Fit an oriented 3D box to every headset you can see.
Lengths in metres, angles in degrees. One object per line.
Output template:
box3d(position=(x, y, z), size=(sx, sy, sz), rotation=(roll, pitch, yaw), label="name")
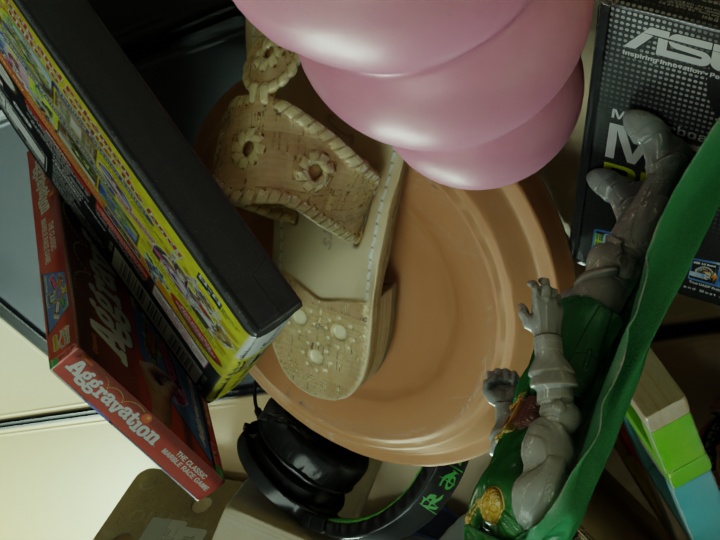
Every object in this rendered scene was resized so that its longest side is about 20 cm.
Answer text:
box3d(position=(-0.031, 0.063, 0.822), size=(0.200, 0.124, 0.094), rotation=(16, 177, 45), label="headset")

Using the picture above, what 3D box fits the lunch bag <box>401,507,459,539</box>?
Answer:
box3d(position=(0.057, 0.249, 1.035), size=(0.200, 0.133, 0.136), rotation=(44, 141, -20), label="lunch bag")

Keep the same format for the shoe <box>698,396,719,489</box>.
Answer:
box3d(position=(0.187, 0.082, 0.715), size=(0.091, 0.072, 0.200), rotation=(3, 163, 34), label="shoe")

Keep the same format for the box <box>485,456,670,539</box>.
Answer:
box3d(position=(0.128, 0.136, 0.763), size=(0.163, 0.021, 0.200), rotation=(45, -172, 4), label="box")

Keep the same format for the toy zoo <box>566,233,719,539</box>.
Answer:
box3d(position=(0.137, 0.084, 0.741), size=(0.020, 0.131, 0.200), rotation=(-28, 131, 1), label="toy zoo")

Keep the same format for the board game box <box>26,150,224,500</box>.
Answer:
box3d(position=(-0.117, 0.017, 0.777), size=(0.019, 0.200, 0.103), rotation=(-37, 123, 10), label="board game box")

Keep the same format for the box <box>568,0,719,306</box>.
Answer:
box3d(position=(0.183, -0.036, 0.597), size=(0.199, 0.044, 0.160), rotation=(17, 149, 13), label="box")

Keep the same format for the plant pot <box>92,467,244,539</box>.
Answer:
box3d(position=(-0.100, 0.251, 1.108), size=(0.199, 0.200, 0.177), rotation=(5, 134, 30), label="plant pot")

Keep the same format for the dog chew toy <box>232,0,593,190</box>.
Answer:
box3d(position=(0.023, -0.099, 0.548), size=(0.124, 0.125, 0.200), rotation=(8, 153, 26), label="dog chew toy")

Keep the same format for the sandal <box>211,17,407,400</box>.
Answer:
box3d(position=(-0.026, -0.031, 0.643), size=(0.077, 0.070, 0.212), rotation=(13, 121, 28), label="sandal")

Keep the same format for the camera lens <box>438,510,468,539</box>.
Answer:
box3d(position=(0.137, 0.232, 0.904), size=(0.200, 0.160, 0.160), rotation=(29, 150, -24), label="camera lens")

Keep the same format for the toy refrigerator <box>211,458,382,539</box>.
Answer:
box3d(position=(-0.043, 0.149, 0.901), size=(0.070, 0.076, 0.200), rotation=(22, -170, 4), label="toy refrigerator")

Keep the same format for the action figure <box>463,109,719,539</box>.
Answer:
box3d(position=(0.072, 0.037, 0.550), size=(0.055, 0.200, 0.118), rotation=(24, 149, 3), label="action figure")

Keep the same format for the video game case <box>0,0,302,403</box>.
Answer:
box3d(position=(-0.104, -0.042, 0.688), size=(0.200, 0.025, 0.181), rotation=(55, 164, 4), label="video game case")

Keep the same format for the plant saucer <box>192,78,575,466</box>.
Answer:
box3d(position=(0.000, 0.000, 0.711), size=(0.200, 0.032, 0.201), rotation=(17, 122, 28), label="plant saucer")
